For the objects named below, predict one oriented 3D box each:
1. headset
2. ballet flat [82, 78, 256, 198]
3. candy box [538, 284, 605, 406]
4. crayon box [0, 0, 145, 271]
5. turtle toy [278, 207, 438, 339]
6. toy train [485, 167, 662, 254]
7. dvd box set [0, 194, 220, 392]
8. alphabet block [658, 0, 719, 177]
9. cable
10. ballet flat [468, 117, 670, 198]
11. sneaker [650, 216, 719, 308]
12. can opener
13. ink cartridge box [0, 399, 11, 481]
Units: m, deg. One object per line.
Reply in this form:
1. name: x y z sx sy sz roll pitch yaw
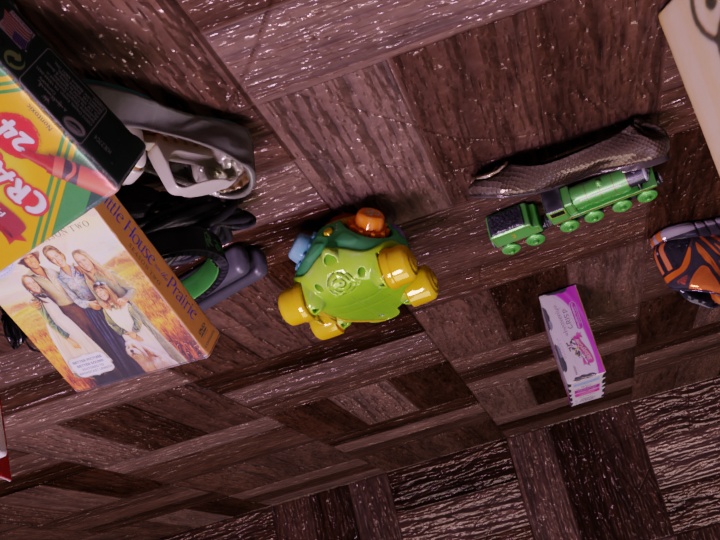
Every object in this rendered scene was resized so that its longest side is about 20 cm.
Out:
1. headset: -0.212 0.009 0.872 0.198 0.095 0.124 -25 160 -2
2. ballet flat: -0.154 -0.090 0.749 0.067 0.065 0.198 -30 155 38
3. candy box: 0.321 0.117 1.548 0.060 0.138 0.200 -18 161 8
4. crayon box: -0.251 -0.067 0.661 0.199 0.051 0.127 -28 117 32
5. turtle toy: 0.000 0.000 1.047 0.144 0.102 0.200 -20 160 15
6. toy train: 0.229 -0.071 1.117 0.198 0.042 0.056 -22 149 20
7. dvd box set: -0.216 0.001 0.765 0.145 0.030 0.201 -15 123 28
8. alphabet block: 0.366 -0.157 0.735 0.194 0.203 0.196 -6 160 -22
9. cable: -0.190 -0.026 0.917 0.197 0.051 0.163 -8 160 -19
10. ballet flat: 0.200 -0.108 0.996 0.197 0.047 0.067 -12 -167 10
11. sneaker: 0.485 -0.011 1.348 0.197 0.114 0.078 -13 161 -5
12. can opener: -0.176 0.042 1.088 0.199 0.068 0.053 -28 157 33
13. ink cartridge box: -0.320 0.058 0.827 0.044 0.203 0.176 -17 161 5
